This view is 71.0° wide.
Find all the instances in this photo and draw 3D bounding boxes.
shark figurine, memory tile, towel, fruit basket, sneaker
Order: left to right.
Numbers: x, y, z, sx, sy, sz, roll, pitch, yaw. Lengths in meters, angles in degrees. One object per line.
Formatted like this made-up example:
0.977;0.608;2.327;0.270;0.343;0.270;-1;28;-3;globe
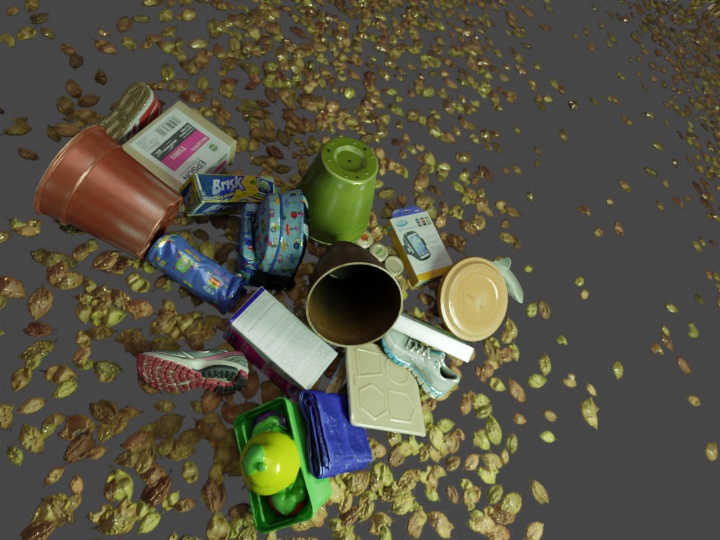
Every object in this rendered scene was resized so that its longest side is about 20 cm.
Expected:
-0.514;-0.311;1.108;0.071;0.112;0.200;41;87;-1;sneaker
-0.310;0.179;0.938;0.199;0.081;0.075;12;32;-17;sneaker
-0.150;0.325;0.846;0.216;0.155;0.217;43;31;-34;fruit basket
-0.039;0.295;0.926;0.049;0.200;0.149;-19;68;16;towel
0.000;0.000;1.186;0.153;0.017;0.200;44;56;3;memory tile
0.131;0.180;1.074;0.200;0.087;0.075;42;39;-7;sneaker
0.335;-0.008;1.290;0.213;0.090;0.129;16;58;-17;shark figurine

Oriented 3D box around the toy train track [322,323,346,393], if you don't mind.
-0.034;0.190;1.064;0.115;0.032;0.201;42;61;-24;toy train track

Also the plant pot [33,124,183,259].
-0.465;-0.134;0.966;0.195;0.201;0.202;35;56;-13;plant pot

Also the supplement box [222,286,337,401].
-0.160;0.147;0.993;0.200;0.101;0.103;40;57;1;supplement box

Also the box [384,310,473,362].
0.134;0.130;1.105;0.199;0.144;0.037;26;92;-10;box

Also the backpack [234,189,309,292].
-0.179;-0.071;1.037;0.134;0.200;0.184;7;63;-20;backpack

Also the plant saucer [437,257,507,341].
0.274;0.068;1.207;0.199;0.032;0.202;0;90;-25;plant saucer

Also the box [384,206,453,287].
0.145;-0.066;1.268;0.118;0.042;0.201;-14;68;-28;box

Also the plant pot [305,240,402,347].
-0.027;0.022;1.041;0.186;0.188;0.200;12;25;-17;plant pot

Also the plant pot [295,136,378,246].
-0.047;-0.190;1.148;0.199;0.193;0.202;9;58;-15;plant pot

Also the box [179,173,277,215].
-0.275;-0.161;1.077;0.199;0.070;0.065;-10;77;-48;box

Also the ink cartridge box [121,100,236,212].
-0.398;-0.255;1.114;0.164;0.075;0.201;34;56;-3;ink cartridge box

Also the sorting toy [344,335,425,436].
0.045;0.240;1.036;0.199;0.036;0.186;22;46;-32;sorting toy

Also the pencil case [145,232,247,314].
-0.324;0.003;1.009;0.199;0.078;0.087;34;86;-4;pencil case
